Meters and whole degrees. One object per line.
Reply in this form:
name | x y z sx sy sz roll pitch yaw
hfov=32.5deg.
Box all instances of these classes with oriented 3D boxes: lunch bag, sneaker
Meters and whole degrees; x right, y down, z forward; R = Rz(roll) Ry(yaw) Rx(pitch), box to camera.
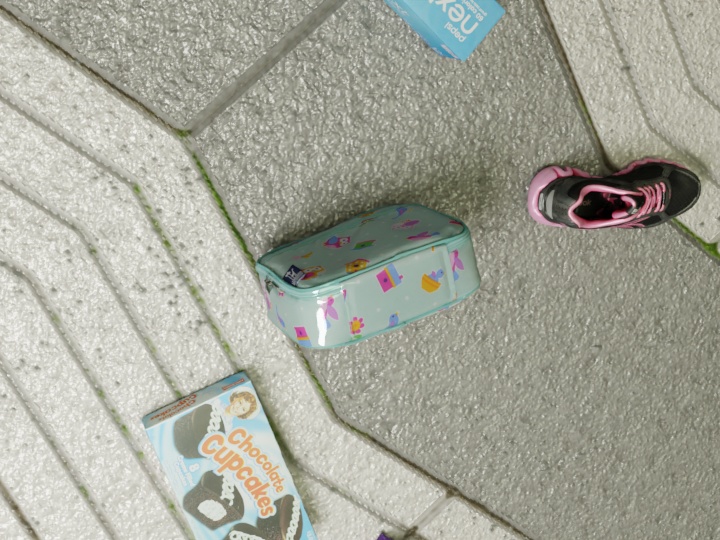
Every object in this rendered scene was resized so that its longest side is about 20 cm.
lunch bag | 0.000 0.000 1.199 0.200 0.160 0.077 -20 114 -19
sneaker | 0.282 -0.073 1.306 0.200 0.095 0.079 -7 104 -18

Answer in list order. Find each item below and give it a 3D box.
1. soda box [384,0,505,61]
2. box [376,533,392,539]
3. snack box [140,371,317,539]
soda box | 0.043 -0.293 1.186 0.200 0.064 0.068 41 89 -23
box | 0.024 0.409 1.372 0.137 0.039 0.200 33 92 -23
snack box | -0.133 0.216 1.271 0.116 0.037 0.200 -25 110 -11
